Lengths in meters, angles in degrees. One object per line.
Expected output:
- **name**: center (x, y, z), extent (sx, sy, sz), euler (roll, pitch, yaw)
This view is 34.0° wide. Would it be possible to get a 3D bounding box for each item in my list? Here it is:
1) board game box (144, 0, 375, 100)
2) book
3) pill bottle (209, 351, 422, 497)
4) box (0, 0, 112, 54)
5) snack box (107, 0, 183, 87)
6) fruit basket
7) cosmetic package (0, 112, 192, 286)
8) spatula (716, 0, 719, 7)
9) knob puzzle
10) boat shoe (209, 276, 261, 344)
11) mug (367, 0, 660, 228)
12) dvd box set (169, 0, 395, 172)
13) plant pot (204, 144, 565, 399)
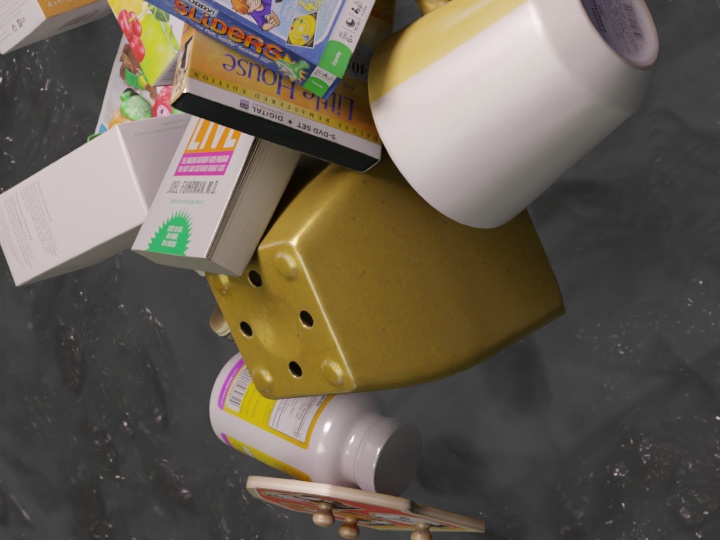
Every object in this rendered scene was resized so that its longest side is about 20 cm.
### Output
- **board game box**: center (-0.042, -0.227, 0.762), extent (0.134, 0.202, 0.034), euler (26, 155, -12)
- **book**: center (-0.091, -0.096, 0.869), extent (0.048, 0.202, 0.133), euler (29, 167, -33)
- **pill bottle**: center (-0.041, 0.146, 1.103), extent (0.199, 0.104, 0.105), euler (19, 127, 37)
- **box**: center (-0.299, -0.318, 1.053), extent (0.097, 0.124, 0.202), euler (-15, 104, 48)
- **snack box**: center (-0.132, -0.263, 0.934), extent (0.200, 0.053, 0.143), euler (-40, 74, 40)
- **fruit basket**: center (-0.178, -0.120, 1.083), extent (0.185, 0.093, 0.201), euler (42, 134, 17)
- **cosmetic package**: center (-0.218, -0.060, 1.019), extent (0.199, 0.107, 0.086), euler (-22, 89, 38)
- **spatula**: center (0.225, -0.144, 0.713), extent (0.056, 0.020, 0.202), euler (17, 129, 53)
- **knob puzzle**: center (-0.016, 0.221, 1.062), extent (0.218, 0.218, 0.031), euler (-9, 64, 47)
- **boat shoe**: center (-0.075, 0.022, 1.016), extent (0.072, 0.201, 0.066), euler (-43, 98, 14)
- **mug**: center (0.095, -0.139, 0.755), extent (0.187, 0.150, 0.153), euler (45, 134, -14)
- **dvd box set**: center (-0.044, -0.180, 0.792), extent (0.029, 0.145, 0.202), euler (-29, 50, 56)
- **plant pot**: center (0.000, 0.000, 0.895), extent (0.193, 0.199, 0.197), euler (-11, 107, 48)
